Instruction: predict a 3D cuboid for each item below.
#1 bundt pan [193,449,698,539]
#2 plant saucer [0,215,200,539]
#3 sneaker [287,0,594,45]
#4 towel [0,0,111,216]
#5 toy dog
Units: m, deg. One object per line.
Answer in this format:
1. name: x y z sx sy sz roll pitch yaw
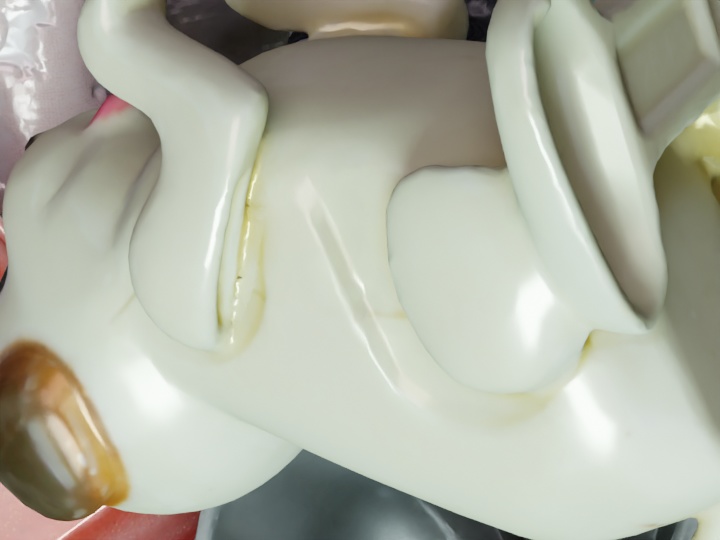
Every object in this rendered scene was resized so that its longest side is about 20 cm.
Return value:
1. bundt pan: 0.045 0.111 0.753 0.201 0.076 0.203 -11 66 26
2. plant saucer: -0.167 0.047 0.798 0.200 0.037 0.200 -36 113 9
3. sneaker: 0.082 -0.038 0.786 0.199 0.088 0.075 11 59 17
4. towel: -0.162 -0.054 0.807 0.190 0.032 0.201 -6 104 -6
5. toy dog: 0.000 0.000 0.709 0.199 0.140 0.195 -8 118 30
